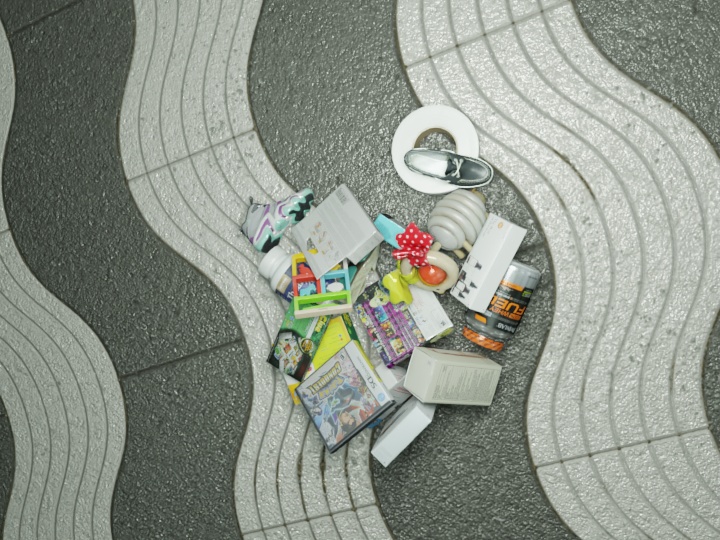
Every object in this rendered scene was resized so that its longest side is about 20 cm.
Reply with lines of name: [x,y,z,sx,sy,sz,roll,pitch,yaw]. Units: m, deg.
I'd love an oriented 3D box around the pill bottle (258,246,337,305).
pill bottle: [-0.148,0.030,1.467,0.200,0.111,0.111,36,101,8]

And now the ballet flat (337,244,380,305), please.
ballet flat: [0.000,0.000,1.439,0.067,0.062,0.200,6,56,47]

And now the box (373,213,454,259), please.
box: [0.123,-0.061,1.413,0.200,0.082,0.049,34,101,9]

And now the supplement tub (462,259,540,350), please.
supplement tub: [0.314,0.071,1.358,0.122,0.122,0.201,23,99,10]

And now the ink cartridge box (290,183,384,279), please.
ink cartridge box: [-0.059,-0.086,1.413,0.176,0.045,0.200,-40,47,9]

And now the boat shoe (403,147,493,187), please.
boat shoe: [0.192,-0.226,1.323,0.199,0.060,0.076,9,96,13]

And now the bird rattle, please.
bird rattle: [0.138,-0.013,1.317,0.162,0.113,0.200,17,139,-4]

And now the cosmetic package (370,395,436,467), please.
cosmetic package: [0.108,0.351,1.387,0.052,0.200,0.151,45,101,5]

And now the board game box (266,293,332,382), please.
board game box: [-0.146,0.161,1.428,0.105,0.023,0.200,30,113,12]

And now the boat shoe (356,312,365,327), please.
boat shoe: [0.091,0.121,1.451,0.199,0.057,0.067,-1,76,17]

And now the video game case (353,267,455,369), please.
video game case: [0.095,0.099,1.401,0.181,0.036,0.200,-32,61,4]

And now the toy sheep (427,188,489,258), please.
toy sheep: [0.221,-0.106,1.359,0.138,0.138,0.200,36,64,8]

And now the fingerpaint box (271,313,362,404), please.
fingerpaint box: [-0.095,0.218,1.489,0.199,0.073,0.167,-23,88,15]

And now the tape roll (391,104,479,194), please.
tape roll: [0.176,-0.276,1.390,0.202,0.071,0.203,1,94,13]

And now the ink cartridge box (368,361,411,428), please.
ink cartridge box: [0.056,0.286,1.431,0.200,0.116,0.068,-43,57,12]

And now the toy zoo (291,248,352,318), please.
toy zoo: [-0.091,0.016,1.382,0.131,0.020,0.201,-8,52,-1]

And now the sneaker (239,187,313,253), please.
sneaker: [-0.222,-0.154,1.491,0.140,0.078,0.200,40,81,26]

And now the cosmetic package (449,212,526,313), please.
cosmetic package: [0.273,-0.017,1.297,0.051,0.083,0.201,16,104,-34]

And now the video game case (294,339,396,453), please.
video game case: [-0.040,0.292,1.397,0.200,0.025,0.181,-42,63,13]

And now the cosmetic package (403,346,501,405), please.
cosmetic package: [0.209,0.240,1.357,0.199,0.087,0.104,12,99,-32]
